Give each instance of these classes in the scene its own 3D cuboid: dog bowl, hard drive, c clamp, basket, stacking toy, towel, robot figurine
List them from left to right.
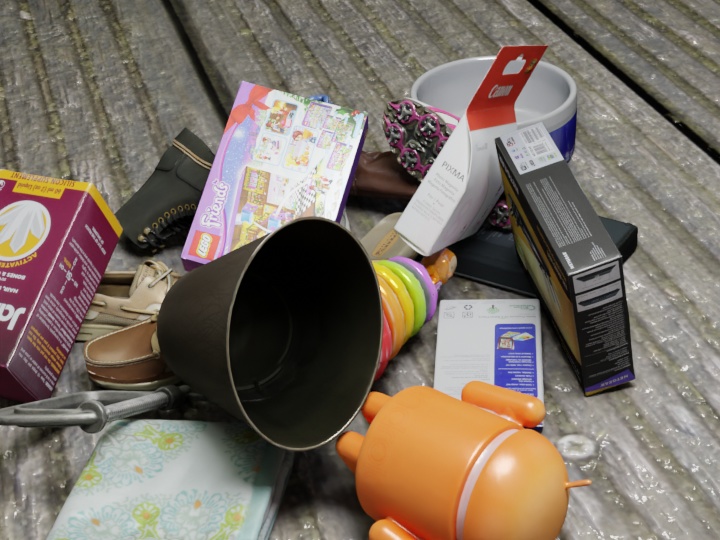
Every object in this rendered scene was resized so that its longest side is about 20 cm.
[{"bbox_3d":[-0.216,0.115,1.188,0.169,0.027,0.199,1,3,27],"label":"c clamp"},{"bbox_3d":[-0.152,0.189,1.110,0.169,0.049,0.201,3,32,11],"label":"towel"},{"bbox_3d":[-0.086,0.052,1.151,0.135,0.183,0.199,10,-6,-27],"label":"basket"},{"bbox_3d":[0.028,0.028,1.289,0.109,0.117,0.199,32,40,29],"label":"stacking toy"},{"bbox_3d":[0.076,0.163,1.062,0.199,0.118,0.143,19,28,35],"label":"robot figurine"},{"bbox_3d":[0.159,-0.181,1.642,0.197,0.080,0.201,-4,32,2],"label":"dog bowl"},{"bbox_3d":[0.172,-0.029,1.436,0.198,0.033,0.139,16,37,30],"label":"hard drive"}]

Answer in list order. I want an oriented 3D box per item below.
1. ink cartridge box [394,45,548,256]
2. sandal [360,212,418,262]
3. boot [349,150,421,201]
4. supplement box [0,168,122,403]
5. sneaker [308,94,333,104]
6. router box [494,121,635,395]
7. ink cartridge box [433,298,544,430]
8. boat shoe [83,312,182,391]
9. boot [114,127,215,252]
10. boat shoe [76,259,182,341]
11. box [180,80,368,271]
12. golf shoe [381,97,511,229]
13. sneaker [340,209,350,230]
[{"bbox_3d":[0.122,-0.116,1.313,0.057,0.201,0.162,40,22,12],"label":"ink cartridge box"},{"bbox_3d":[0.000,0.000,1.374,0.080,0.054,0.201,13,48,29],"label":"sandal"},{"bbox_3d":[-0.001,-0.090,1.508,0.198,0.065,0.187,11,39,30],"label":"boot"},{"bbox_3d":[-0.320,0.015,1.298,0.109,0.086,0.202,9,62,20],"label":"supplement box"},{"bbox_3d":[-0.089,-0.146,1.614,0.075,0.079,0.200,12,35,25],"label":"sneaker"},{"bbox_3d":[0.186,-0.013,1.254,0.052,0.158,0.201,-18,42,-2],"label":"router box"},{"bbox_3d":[0.116,0.094,1.241,0.098,0.040,0.201,0,30,7],"label":"ink cartridge box"},{"bbox_3d":[-0.162,0.056,1.292,0.197,0.074,0.076,-10,40,-10],"label":"boat shoe"},{"bbox_3d":[-0.180,-0.054,1.465,0.138,0.077,0.200,-47,38,-2],"label":"boot"},{"bbox_3d":[-0.208,0.028,1.359,0.197,0.065,0.072,-4,31,1],"label":"boat shoe"},{"bbox_3d":[-0.082,-0.078,1.361,0.135,0.039,0.202,15,70,6],"label":"box"},{"bbox_3d":[0.111,-0.118,1.458,0.199,0.073,0.092,37,30,10],"label":"golf shoe"},{"bbox_3d":[-0.048,-0.080,1.430,0.076,0.085,0.202,1,68,9],"label":"sneaker"}]
